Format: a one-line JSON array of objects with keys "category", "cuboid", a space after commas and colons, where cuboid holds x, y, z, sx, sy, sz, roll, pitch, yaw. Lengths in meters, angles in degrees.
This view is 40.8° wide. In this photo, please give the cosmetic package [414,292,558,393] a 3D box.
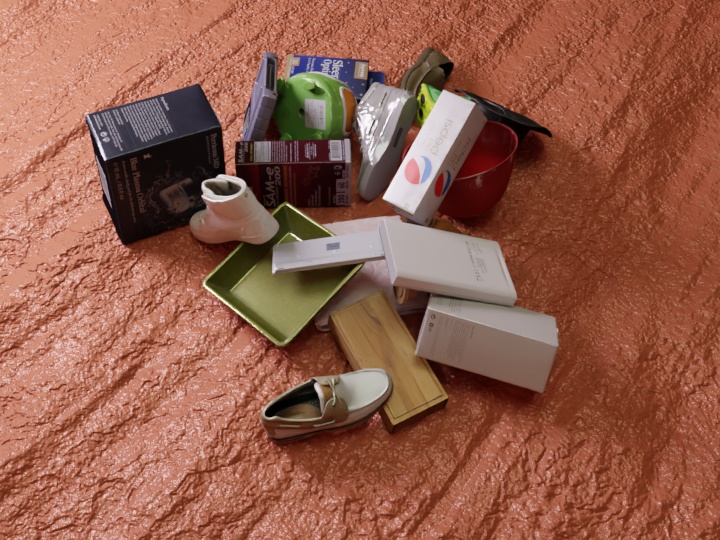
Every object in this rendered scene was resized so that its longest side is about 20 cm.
[{"category": "cosmetic package", "cuboid": [0.189, 0.097, 1.438, 0.196, 0.086, 0.108, 18, 21, 5]}]

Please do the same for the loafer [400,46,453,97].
[{"category": "loafer", "cuboid": [0.127, -0.361, 1.854, 0.066, 0.077, 0.202, 13, 51, 17]}]

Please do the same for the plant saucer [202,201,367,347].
[{"category": "plant saucer", "cuboid": [-0.116, 0.013, 1.526, 0.199, 0.048, 0.200, 33, 69, 32]}]

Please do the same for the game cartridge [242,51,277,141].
[{"category": "game cartridge", "cuboid": [-0.180, -0.294, 1.726, 0.038, 0.131, 0.201, 18, 30, -16]}]

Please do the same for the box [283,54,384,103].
[{"category": "box", "cuboid": [-0.052, -0.366, 1.882, 0.196, 0.033, 0.123, 5, 50, 1]}]

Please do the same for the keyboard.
[{"category": "keyboard", "cuboid": [-0.042, -0.030, 1.504, 0.196, 0.011, 0.057, -7, 49, 8]}]

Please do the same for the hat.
[{"category": "hat", "cuboid": [0.247, -0.258, 1.760, 0.197, 0.082, 0.201, 23, 13, -5]}]

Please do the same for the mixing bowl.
[{"category": "mixing bowl", "cuboid": [0.177, -0.162, 1.654, 0.196, 0.110, 0.202, -10, 35, 7]}]

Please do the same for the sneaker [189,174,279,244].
[{"category": "sneaker", "cuboid": [-0.227, -0.106, 1.559, 0.198, 0.116, 0.074, 2, 48, 42]}]

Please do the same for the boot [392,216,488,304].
[{"category": "boot", "cuboid": [0.134, -0.011, 1.540, 0.152, 0.074, 0.202, 17, 46, -6]}]

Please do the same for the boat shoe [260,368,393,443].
[{"category": "boat shoe", "cuboid": [-0.046, 0.188, 1.371, 0.197, 0.069, 0.076, -23, 62, -3]}]

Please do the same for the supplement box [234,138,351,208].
[{"category": "supplement box", "cuboid": [-0.114, -0.166, 1.662, 0.195, 0.110, 0.062, -2, 50, -3]}]

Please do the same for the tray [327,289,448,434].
[{"category": "tray", "cuboid": [0.040, 0.133, 1.449, 0.097, 0.037, 0.202, -22, 63, -20]}]

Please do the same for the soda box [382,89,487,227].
[{"category": "soda box", "cuboid": [0.119, -0.177, 1.532, 0.067, 0.064, 0.202, 28, 88, 31]}]

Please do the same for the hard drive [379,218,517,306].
[{"category": "hard drive", "cuboid": [0.131, -0.012, 1.465, 0.196, 0.027, 0.133, 10, 39, -18]}]

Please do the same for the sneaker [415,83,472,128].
[{"category": "sneaker", "cuboid": [0.151, -0.271, 1.677, 0.082, 0.075, 0.200, 2, 24, -21]}]

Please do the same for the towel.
[{"category": "towel", "cuboid": [0.000, 0.000, 1.580, 0.187, 0.033, 0.202, -8, 52, -10]}]

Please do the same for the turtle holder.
[{"category": "turtle holder", "cuboid": [-0.087, -0.282, 1.758, 0.131, 0.184, 0.143, -17, 83, -47]}]

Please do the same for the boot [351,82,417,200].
[{"category": "boot", "cuboid": [0.022, -0.230, 1.708, 0.095, 0.073, 0.203, 24, 89, 30]}]

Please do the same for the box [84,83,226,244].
[{"category": "box", "cuboid": [-0.332, -0.175, 1.603, 0.197, 0.199, 0.118, -20, 54, -18]}]
